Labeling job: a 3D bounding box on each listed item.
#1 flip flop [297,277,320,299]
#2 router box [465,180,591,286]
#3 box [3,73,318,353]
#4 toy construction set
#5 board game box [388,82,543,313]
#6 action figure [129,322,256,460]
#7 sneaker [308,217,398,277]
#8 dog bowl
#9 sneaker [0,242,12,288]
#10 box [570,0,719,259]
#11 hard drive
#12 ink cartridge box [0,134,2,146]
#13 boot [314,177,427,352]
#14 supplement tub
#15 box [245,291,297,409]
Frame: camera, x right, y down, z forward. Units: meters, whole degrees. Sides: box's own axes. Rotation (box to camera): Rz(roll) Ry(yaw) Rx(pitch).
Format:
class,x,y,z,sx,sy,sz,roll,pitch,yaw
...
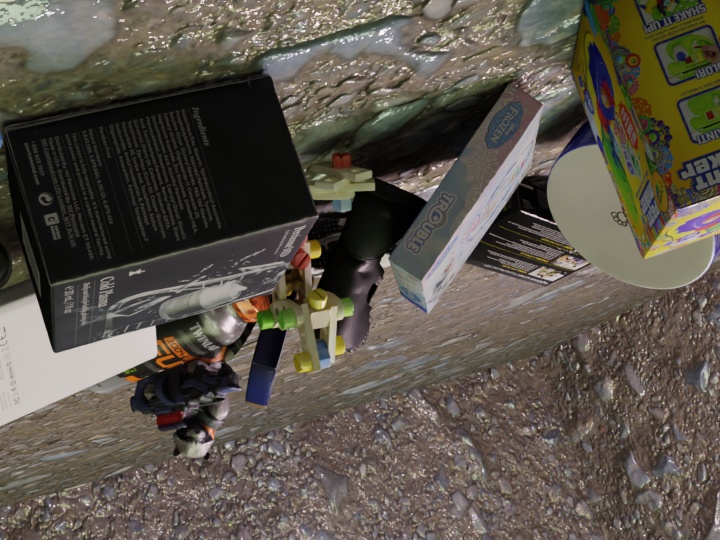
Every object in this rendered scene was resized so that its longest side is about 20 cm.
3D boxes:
class,x,y,z,sx,sy,sz,roll,pitch,yaw
flip flop,-0.102,0.017,1.318,0.081,0.058,0.199,-28,165,37
router box,0.225,-0.045,1.428,0.199,0.052,0.149,16,149,-35
box,-0.158,-0.039,0.837,0.195,0.125,0.200,-17,168,-19
toy construction set,-0.052,-0.016,1.013,0.091,0.202,0.131,5,-167,-27
board game box,0.105,-0.063,1.078,0.201,0.043,0.199,-55,170,-6
action figure,-0.157,0.113,1.186,0.104,0.196,0.199,26,160,-36
sneaker,0.004,-0.034,1.254,0.198,0.075,0.080,-6,168,-19
dog bowl,0.304,-0.079,1.166,0.079,0.200,0.200,-47,-176,-30
sneaker,-0.373,0.007,0.839,0.198,0.071,0.099,-22,168,-19
box,0.270,-0.135,0.904,0.121,0.195,0.200,-19,167,3
hard drive,-0.274,0.062,0.946,0.199,0.026,0.133,-24,138,-30
ink cartridge box,-0.278,-0.094,0.490,0.143,0.085,0.200,-20,169,2
boot,0.000,0.000,1.096,0.076,0.170,0.200,21,175,-4
supplement tub,-0.200,0.036,1.094,0.198,0.124,0.122,-21,168,10
box,-0.097,0.070,1.219,0.032,0.122,0.200,15,156,-4
